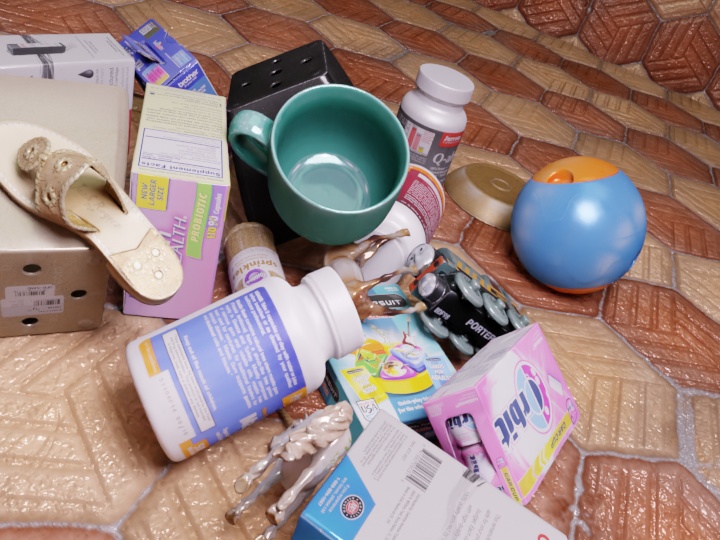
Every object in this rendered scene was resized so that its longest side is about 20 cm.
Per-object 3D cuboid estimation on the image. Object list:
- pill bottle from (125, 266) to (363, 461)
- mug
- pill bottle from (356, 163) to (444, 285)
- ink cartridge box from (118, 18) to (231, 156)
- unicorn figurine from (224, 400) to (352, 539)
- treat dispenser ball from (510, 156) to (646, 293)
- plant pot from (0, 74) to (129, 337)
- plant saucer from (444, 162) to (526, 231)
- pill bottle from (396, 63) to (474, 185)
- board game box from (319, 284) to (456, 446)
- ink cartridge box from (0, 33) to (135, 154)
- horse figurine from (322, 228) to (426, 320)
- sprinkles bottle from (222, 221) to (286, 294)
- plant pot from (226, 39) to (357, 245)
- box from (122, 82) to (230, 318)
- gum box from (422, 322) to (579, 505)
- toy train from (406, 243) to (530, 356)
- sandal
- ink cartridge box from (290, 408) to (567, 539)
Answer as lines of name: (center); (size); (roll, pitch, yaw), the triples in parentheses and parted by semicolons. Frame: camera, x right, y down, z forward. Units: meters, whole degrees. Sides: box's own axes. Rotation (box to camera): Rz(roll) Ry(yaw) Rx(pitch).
pill bottle: (-0.099, 0.076, 0.605); (0.196, 0.114, 0.113); (-25, 50, -15)
mug: (-0.040, -0.119, 0.746); (0.151, 0.115, 0.186); (-39, 80, -22)
pill bottle: (0.046, -0.062, 0.927); (0.111, 0.115, 0.201); (24, 34, 5)
ink cartridge box: (-0.261, -0.258, 0.951); (0.076, 0.201, 0.136); (-40, 58, -11)
unicorn figurine: (-0.055, 0.163, 0.570); (0.074, 0.199, 0.137); (51, 51, -3)
treat dispenser ball: (0.327, -0.068, 1.011); (0.196, 0.204, 0.203); (14, 34, -10)
plant pot: (-0.326, -0.049, 0.650); (0.195, 0.201, 0.180); (-3, 55, -30)
plant saucer: (0.249, -0.143, 1.216); (0.195, 0.036, 0.202); (15, 36, -10)
pill bottle: (0.108, -0.223, 1.100); (0.113, 0.203, 0.117); (13, 35, -10)
board game box: (0.019, 0.101, 0.752); (0.148, 0.048, 0.201); (-3, 42, -31)
ink cartridge box: (-0.404, -0.218, 0.863); (0.197, 0.147, 0.084); (-19, 50, -40)
horse figurine: (0.000, 0.000, 0.766); (0.129, 0.051, 0.203); (-16, 42, 8)
sprinkles bottle: (-0.112, 0.030, 0.759); (0.067, 0.069, 0.202); (3, 38, -24)
plant pot: (-0.078, -0.181, 0.886); (0.195, 0.180, 0.202); (-17, 36, 6)
box: (-0.208, -0.081, 0.758); (0.094, 0.179, 0.202); (6, 36, -17)
gum box: (0.148, 0.145, 0.681); (0.199, 0.065, 0.116); (-24, 89, -55)
toy train: (0.132, 0.042, 0.819); (0.198, 0.085, 0.115); (32, 24, -35)
sandal: (-0.226, -0.064, 0.563); (0.212, 0.069, 0.078); (45, 56, -7)
ink cartridge box: (0.056, 0.235, 0.556); (0.198, 0.086, 0.146); (32, 35, 14)
